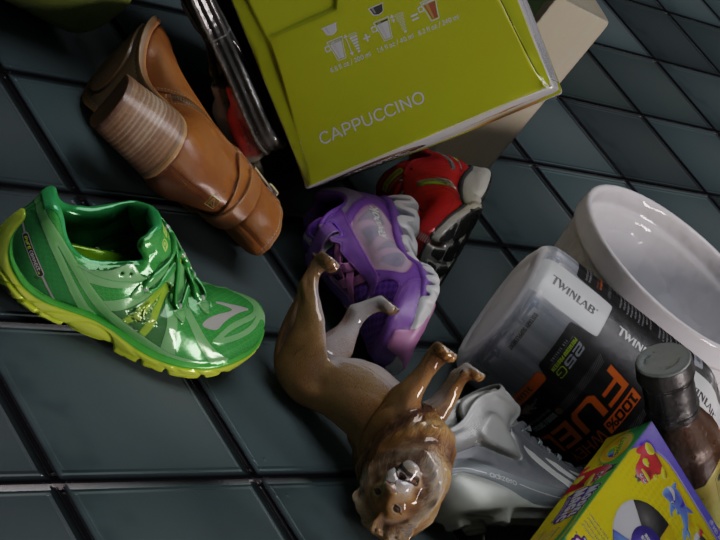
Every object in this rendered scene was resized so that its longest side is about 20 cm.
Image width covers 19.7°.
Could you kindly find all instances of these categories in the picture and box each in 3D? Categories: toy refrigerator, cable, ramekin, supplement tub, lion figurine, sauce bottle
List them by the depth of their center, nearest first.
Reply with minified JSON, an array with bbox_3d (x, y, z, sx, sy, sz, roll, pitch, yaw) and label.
[{"bbox_3d":[-0.001,0.082,1.364,0.200,0.123,0.072,39,2,37],"label":"lion figurine"},{"bbox_3d":[0.230,0.143,1.470,0.065,0.064,0.201,-96,172,-56],"label":"sauce bottle"},{"bbox_3d":[-0.107,-0.153,1.512,0.201,0.050,0.097,60,3,-37],"label":"cable"},{"bbox_3d":[0.181,0.085,1.557,0.199,0.123,0.123,37,25,-5],"label":"supplement tub"},{"bbox_3d":[0.236,0.035,1.735,0.199,0.105,0.201,31,27,-18],"label":"ramekin"},{"bbox_3d":[0.117,-0.172,1.794,0.070,0.200,0.076,20,32,-35],"label":"toy refrigerator"}]

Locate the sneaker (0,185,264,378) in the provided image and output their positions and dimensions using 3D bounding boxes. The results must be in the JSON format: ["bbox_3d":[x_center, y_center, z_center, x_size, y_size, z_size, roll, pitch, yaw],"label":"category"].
[{"bbox_3d":[-0.134,0.007,1.295,0.199,0.084,0.074,22,30,-35],"label":"sneaker"}]

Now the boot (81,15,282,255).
[{"bbox_3d":[-0.124,-0.094,1.506,0.154,0.074,0.201,40,20,-20],"label":"boot"}]

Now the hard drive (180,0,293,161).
[{"bbox_3d":[-0.101,-0.200,1.627,0.140,0.038,0.201,-103,166,-52],"label":"hard drive"}]

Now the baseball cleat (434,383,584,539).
[{"bbox_3d":[0.120,0.132,1.431,0.199,0.069,0.108,8,70,-49],"label":"baseball cleat"}]

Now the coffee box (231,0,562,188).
[{"bbox_3d":[0.024,-0.192,1.578,0.198,0.198,0.202,-31,100,-82],"label":"coffee box"}]

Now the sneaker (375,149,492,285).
[{"bbox_3d":[0.049,-0.047,1.668,0.084,0.077,0.200,27,19,-1],"label":"sneaker"}]

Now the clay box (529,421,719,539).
[{"bbox_3d":[0.169,0.199,1.363,0.115,0.047,0.200,57,38,-8],"label":"clay box"}]

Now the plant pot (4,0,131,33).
[{"bbox_3d":[-0.244,-0.272,1.506,0.190,0.200,0.201,35,23,-37],"label":"plant pot"}]

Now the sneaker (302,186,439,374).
[{"bbox_3d":[0.000,0.000,1.509,0.088,0.081,0.201,22,25,-20],"label":"sneaker"}]
